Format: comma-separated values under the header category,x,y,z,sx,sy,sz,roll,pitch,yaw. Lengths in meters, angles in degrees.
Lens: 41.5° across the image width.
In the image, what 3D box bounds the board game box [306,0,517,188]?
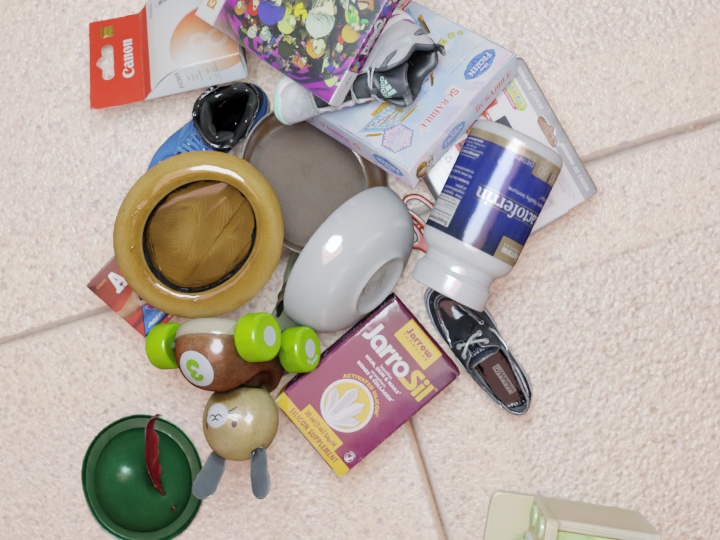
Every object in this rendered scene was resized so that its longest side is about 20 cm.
category,x,y,z,sx,sy,sz,roll,pitch,yaw
board game box,0.050,-0.224,1.146,0.199,0.041,0.200,36,76,28

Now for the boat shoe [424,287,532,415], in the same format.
category,x,y,z,sx,sy,sz,roll,pitch,yaw
boat shoe,0.150,0.100,1.211,0.072,0.068,0.201,-34,93,10

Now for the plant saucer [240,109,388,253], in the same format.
category,x,y,z,sx,sy,sz,roll,pitch,yaw
plant saucer,-0.060,-0.111,1.190,0.199,0.032,0.202,6,76,-24

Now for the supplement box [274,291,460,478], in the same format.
category,x,y,z,sx,sy,sz,roll,pitch,yaw
supplement box,0.009,0.142,1.201,0.200,0.103,0.131,-41,91,2

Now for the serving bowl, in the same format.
category,x,y,z,sx,sy,sz,roll,pitch,yaw
serving bowl,0.000,0.000,1.140,0.066,0.200,0.200,39,93,23

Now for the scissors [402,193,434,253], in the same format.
category,x,y,z,sx,sy,sz,roll,pitch,yaw
scissors,0.119,-0.015,1.236,0.200,0.014,0.073,42,93,0

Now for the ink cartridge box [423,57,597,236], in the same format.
category,x,y,z,sx,sy,sz,roll,pitch,yaw
ink cartridge box,0.170,-0.136,1.194,0.175,0.084,0.201,-30,92,1

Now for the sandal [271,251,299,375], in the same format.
category,x,y,z,sx,sy,sz,roll,pitch,yaw
sandal,-0.077,0.049,1.221,0.079,0.057,0.202,23,93,0

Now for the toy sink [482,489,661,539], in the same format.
category,x,y,z,sx,sy,sz,roll,pitch,yaw
toy sink,0.260,0.367,1.203,0.199,0.112,0.131,10,93,1

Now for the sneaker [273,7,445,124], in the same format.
category,x,y,z,sx,sy,sz,roll,pitch,yaw
sneaker,0.006,-0.212,1.071,0.200,0.078,0.140,-39,50,-7

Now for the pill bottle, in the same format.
category,x,y,z,sx,sy,sz,roll,pitch,yaw
pill bottle,0.142,-0.062,1.099,0.115,0.116,0.201,25,94,0

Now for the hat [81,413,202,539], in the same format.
category,x,y,z,sx,sy,sz,roll,pitch,yaw
hat,-0.291,0.269,1.175,0.165,0.176,0.201,-8,93,2

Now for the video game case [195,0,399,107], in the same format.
category,x,y,z,sx,sy,sz,roll,pitch,yaw
video game case,-0.060,-0.308,1.036,0.200,0.036,0.182,36,106,14

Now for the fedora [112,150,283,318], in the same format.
category,x,y,z,sx,sy,sz,roll,pitch,yaw
fedora,-0.185,-0.045,1.104,0.199,0.082,0.202,-1,104,-4

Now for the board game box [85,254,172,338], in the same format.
category,x,y,z,sx,sy,sz,roll,pitch,yaw
board game box,-0.226,-0.021,1.153,0.103,0.019,0.200,43,91,-12

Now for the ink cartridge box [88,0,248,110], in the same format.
category,x,y,z,sx,sy,sz,roll,pitch,yaw
ink cartridge box,-0.245,-0.289,1.174,0.199,0.050,0.163,-11,57,-1

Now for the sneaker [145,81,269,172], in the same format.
category,x,y,z,sx,sy,sz,roll,pitch,yaw
sneaker,-0.200,-0.163,1.186,0.200,0.111,0.077,-38,92,3

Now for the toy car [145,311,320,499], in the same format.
category,x,y,z,sx,sy,sz,roll,pitch,yaw
toy car,-0.150,0.162,1.099,0.163,0.158,0.201,-8,72,31
